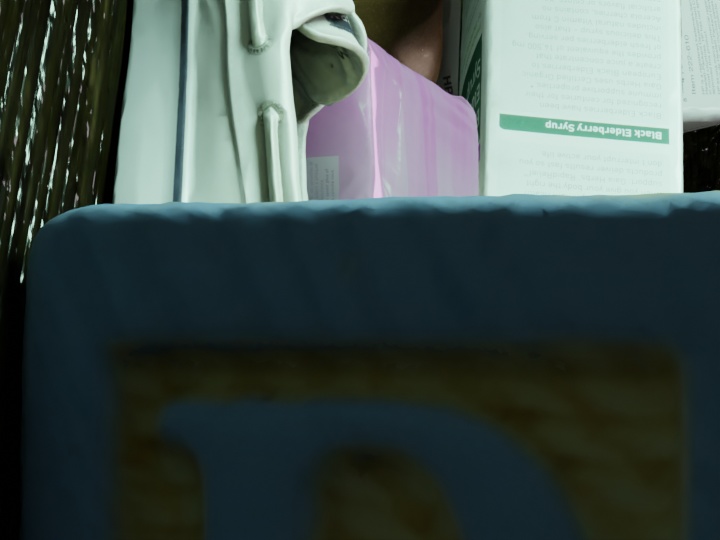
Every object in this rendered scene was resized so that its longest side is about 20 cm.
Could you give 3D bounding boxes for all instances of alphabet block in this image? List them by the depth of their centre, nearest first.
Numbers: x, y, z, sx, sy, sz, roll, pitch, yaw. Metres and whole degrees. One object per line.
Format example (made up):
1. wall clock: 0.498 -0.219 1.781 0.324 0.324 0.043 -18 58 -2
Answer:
1. alphabet block: 0.055 0.081 0.598 0.200 0.196 0.196 1 91 -56

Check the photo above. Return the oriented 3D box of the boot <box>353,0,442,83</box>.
1. boot: 0.015 -0.147 1.029 0.074 0.075 0.200 -35 130 -38

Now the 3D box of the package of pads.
1. package of pads: -0.007 0.027 0.829 0.120 0.075 0.201 19 69 -67

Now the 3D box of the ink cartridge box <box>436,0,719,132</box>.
1. ink cartridge box: 0.081 -0.132 1.187 0.200 0.085 0.145 -5 84 -50

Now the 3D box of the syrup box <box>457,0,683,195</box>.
1. syrup box: 0.082 -0.077 1.010 0.079 0.081 0.200 102 -7 -62

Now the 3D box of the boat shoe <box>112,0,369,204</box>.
1. boat shoe: -0.029 -0.064 0.727 0.074 0.065 0.200 77 15 -67
